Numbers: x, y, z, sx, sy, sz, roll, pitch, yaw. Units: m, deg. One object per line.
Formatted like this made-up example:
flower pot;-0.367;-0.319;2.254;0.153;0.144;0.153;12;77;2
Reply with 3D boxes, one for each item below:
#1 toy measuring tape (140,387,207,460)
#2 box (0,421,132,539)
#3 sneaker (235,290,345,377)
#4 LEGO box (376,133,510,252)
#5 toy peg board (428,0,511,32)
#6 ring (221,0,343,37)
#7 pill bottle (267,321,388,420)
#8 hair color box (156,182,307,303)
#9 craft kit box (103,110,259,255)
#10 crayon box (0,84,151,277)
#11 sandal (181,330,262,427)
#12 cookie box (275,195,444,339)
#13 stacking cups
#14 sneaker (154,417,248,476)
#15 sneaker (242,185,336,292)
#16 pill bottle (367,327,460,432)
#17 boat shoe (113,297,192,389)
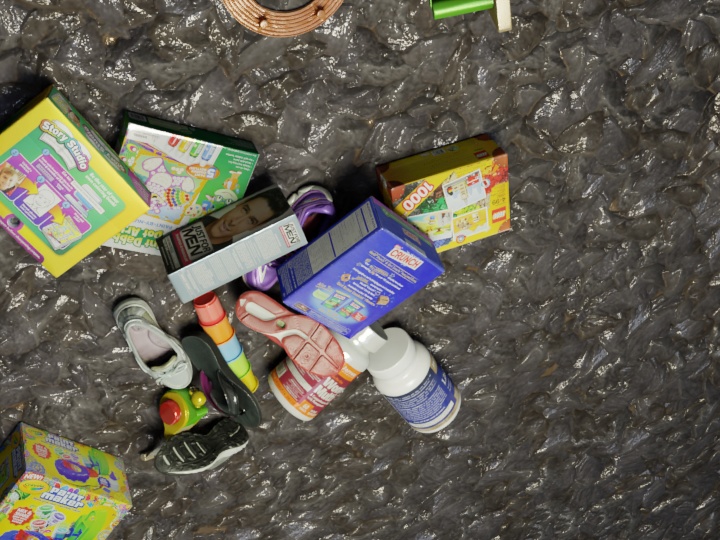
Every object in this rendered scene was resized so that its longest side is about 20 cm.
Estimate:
toy measuring tape;-0.325;0.251;1.608;0.073;0.074;0.200;23;132;-34
box;-0.522;0.385;1.568;0.200;0.122;0.193;30;106;-36
sneaker;-0.113;0.092;1.535;0.200;0.116;0.078;40;89;-10
LEGO box;0.135;-0.115;1.535;0.199;0.077;0.150;-18;128;-11
toy peg board;0.125;-0.437;1.244;0.097;0.201;0.200;-11;128;2
ring;-0.098;-0.409;1.270;0.199;0.019;0.201;-12;127;-16
pill bottle;-0.054;0.153;1.618;0.200;0.110;0.109;-43;128;9
hair color box;-0.188;-0.042;1.379;0.199;0.099;0.061;-26;129;-6
craft kit box;-0.273;-0.114;1.383;0.199;0.049;0.198;10;121;-29
crayon box;-0.413;-0.117;1.279;0.172;0.058;0.200;-35;118;9
sandal;-0.234;0.189;1.547;0.075;0.048;0.201;-16;117;37
cookie box;0.000;0.000;1.458;0.200;0.075;0.171;-35;139;21
stacking cups;-0.223;0.119;1.562;0.060;0.061;0.201;-21;123;-9
sneaker;-0.275;0.317;1.620;0.079;0.074;0.200;-50;158;26
sneaker;-0.113;-0.042;1.474;0.080;0.084;0.200;27;110;-35
pill bottle;0.091;0.196;1.706;0.115;0.116;0.200;-36;130;4
boat shoe;-0.326;0.129;1.510;0.074;0.065;0.203;-26;132;-4
